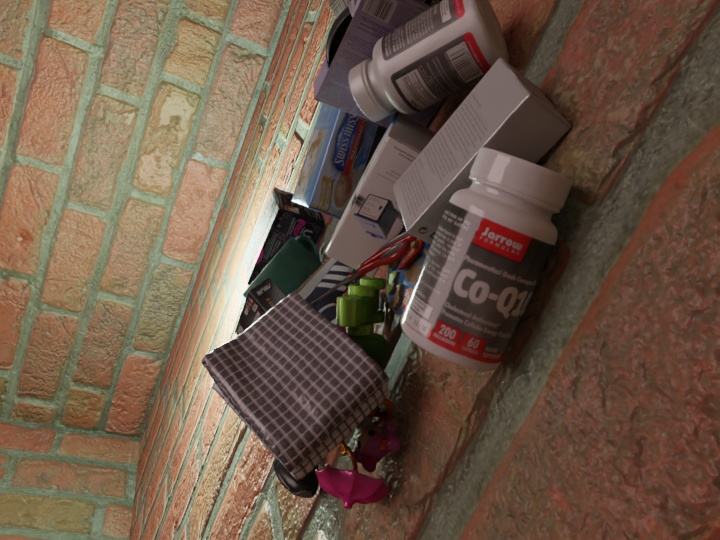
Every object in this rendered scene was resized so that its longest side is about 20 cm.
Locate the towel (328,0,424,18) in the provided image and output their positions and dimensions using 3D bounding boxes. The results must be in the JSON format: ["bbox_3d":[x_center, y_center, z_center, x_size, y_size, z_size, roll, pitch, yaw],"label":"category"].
[{"bbox_3d":[0.037,-0.408,0.958,0.192,0.034,0.201,-14,103,49],"label":"towel"}]

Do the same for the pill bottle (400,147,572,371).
[{"bbox_3d":[0.126,-0.012,0.571,0.201,0.113,0.114,-69,23,12],"label":"pill bottle"}]

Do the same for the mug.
[{"bbox_3d":[-0.134,0.015,1.133,0.185,0.114,0.152,-50,8,-11],"label":"mug"}]

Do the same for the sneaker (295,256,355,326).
[{"bbox_3d":[-0.029,0.033,0.965,0.200,0.108,0.070,-47,-6,-19],"label":"sneaker"}]

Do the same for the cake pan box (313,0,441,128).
[{"bbox_3d":[0.046,-0.310,0.846,0.185,0.199,0.052,-59,27,35],"label":"cake pan box"}]

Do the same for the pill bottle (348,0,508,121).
[{"bbox_3d":[0.086,-0.280,0.758,0.199,0.111,0.111,-20,52,30],"label":"pill bottle"}]

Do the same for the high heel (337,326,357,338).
[{"bbox_3d":[-0.039,0.152,0.885,0.200,0.067,0.096,-42,28,60],"label":"high heel"}]

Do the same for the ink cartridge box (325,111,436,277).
[{"bbox_3d":[0.035,-0.113,0.836,0.201,0.085,0.147,-62,6,29],"label":"ink cartridge box"}]

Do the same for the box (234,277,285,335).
[{"bbox_3d":[-0.154,0.124,1.041,0.048,0.159,0.200,-36,-9,-31],"label":"box"}]

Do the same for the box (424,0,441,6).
[{"bbox_3d":[0.106,-0.507,0.987,0.200,0.086,0.165,-44,36,50],"label":"box"}]

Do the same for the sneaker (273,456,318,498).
[{"bbox_3d":[-0.102,0.284,0.945,0.080,0.075,0.200,-61,26,21],"label":"sneaker"}]

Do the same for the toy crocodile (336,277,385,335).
[{"bbox_3d":[-0.002,0.049,0.811,0.200,0.061,0.068,-24,-64,-76],"label":"toy crocodile"}]

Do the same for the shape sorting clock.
[{"bbox_3d":[0.087,-0.032,0.769,0.200,0.039,0.201,-46,35,47],"label":"shape sorting clock"}]

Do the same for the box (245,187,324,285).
[{"bbox_3d":[-0.176,-0.065,1.300,0.201,0.114,0.132,-62,24,22],"label":"box"}]

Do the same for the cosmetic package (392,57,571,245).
[{"bbox_3d":[0.131,-0.129,0.657,0.200,0.071,0.102,-49,32,29],"label":"cosmetic package"}]

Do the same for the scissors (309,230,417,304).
[{"bbox_3d":[0.000,0.000,0.778,0.199,0.014,0.073,-31,17,31],"label":"scissors"}]

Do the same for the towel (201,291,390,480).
[{"bbox_3d":[-0.086,0.133,0.712,0.165,0.086,0.200,-42,57,-18],"label":"towel"}]

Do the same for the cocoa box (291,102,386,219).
[{"bbox_3d":[-0.023,-0.193,1.011,0.133,0.131,0.201,29,101,67],"label":"cocoa box"}]

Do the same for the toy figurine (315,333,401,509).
[{"bbox_3d":[-0.005,0.213,0.754,0.200,0.150,0.184,-42,44,9],"label":"toy figurine"}]
